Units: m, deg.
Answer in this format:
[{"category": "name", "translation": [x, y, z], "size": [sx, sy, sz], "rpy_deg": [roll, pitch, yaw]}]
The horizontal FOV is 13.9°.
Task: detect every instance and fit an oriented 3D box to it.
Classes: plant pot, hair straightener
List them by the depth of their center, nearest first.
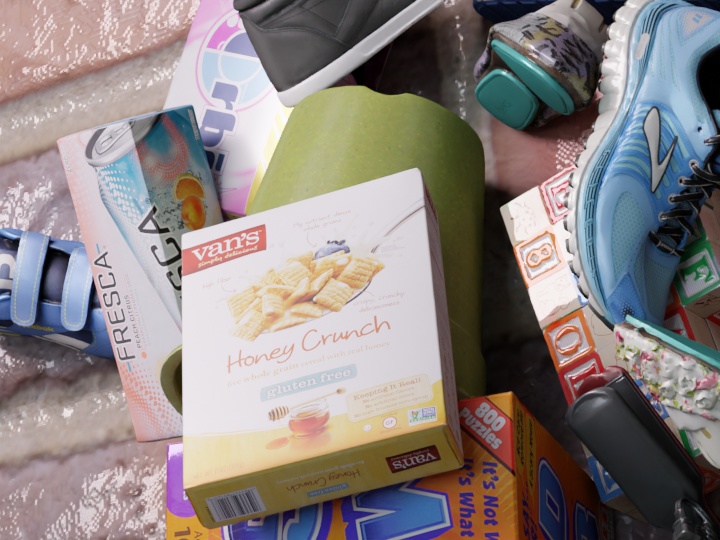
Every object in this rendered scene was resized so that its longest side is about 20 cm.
[{"category": "hair straightener", "translation": [0.174, 0.147, 1.587], "size": [0.041, 0.077, 0.200], "rpy_deg": [-30, 95, 21]}, {"category": "plant pot", "translation": [0.000, 0.000, 1.747], "size": [0.200, 0.200, 0.190], "rpy_deg": [-5, 59, 33]}]

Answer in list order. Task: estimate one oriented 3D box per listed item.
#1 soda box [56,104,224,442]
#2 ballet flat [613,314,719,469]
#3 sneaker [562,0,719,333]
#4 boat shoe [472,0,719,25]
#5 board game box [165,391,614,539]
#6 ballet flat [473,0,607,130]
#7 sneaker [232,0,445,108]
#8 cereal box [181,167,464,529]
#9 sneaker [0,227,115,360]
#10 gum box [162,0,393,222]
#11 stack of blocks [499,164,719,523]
[{"category": "soda box", "translation": [-0.121, 0.003, 1.833], "size": [0.068, 0.064, 0.200], "rpy_deg": [-12, 96, 40]}, {"category": "ballet flat", "translation": [0.222, 0.085, 1.576], "size": [0.200, 0.076, 0.064], "rpy_deg": [20, 94, 5]}, {"category": "sneaker", "translation": [0.171, -0.057, 1.627], "size": [0.090, 0.078, 0.200], "rpy_deg": [5, 78, 30]}, {"category": "boat shoe", "translation": [0.156, -0.185, 1.757], "size": [0.200, 0.072, 0.073], "rpy_deg": [5, 76, 35]}, {"category": "board game box", "translation": [0.022, 0.204, 1.607], "size": [0.200, 0.200, 0.200], "rpy_deg": [-10, 65, 18]}, {"category": "ballet flat", "translation": [0.109, -0.127, 1.715], "size": [0.072, 0.200, 0.072], "rpy_deg": [0, 88, -6]}, {"category": "sneaker", "translation": [0.005, -0.197, 1.793], "size": [0.200, 0.099, 0.071], "rpy_deg": [-39, 16, -10]}, {"category": "cereal box", "translation": [-0.024, 0.039, 1.575], "size": [0.144, 0.040, 0.200], "rpy_deg": [-16, 42, 9]}, {"category": "sneaker", "translation": [-0.199, 0.013, 1.927], "size": [0.200, 0.082, 0.074], "rpy_deg": [2, 74, 31]}, {"category": "gum box", "translation": [-0.056, -0.116, 1.880], "size": [0.113, 0.066, 0.200], "rpy_deg": [14, 82, 38]}, {"category": "stack of blocks", "translation": [0.168, 0.027, 1.684], "size": [0.115, 0.059, 0.200], "rpy_deg": [-30, 60, 23]}]
